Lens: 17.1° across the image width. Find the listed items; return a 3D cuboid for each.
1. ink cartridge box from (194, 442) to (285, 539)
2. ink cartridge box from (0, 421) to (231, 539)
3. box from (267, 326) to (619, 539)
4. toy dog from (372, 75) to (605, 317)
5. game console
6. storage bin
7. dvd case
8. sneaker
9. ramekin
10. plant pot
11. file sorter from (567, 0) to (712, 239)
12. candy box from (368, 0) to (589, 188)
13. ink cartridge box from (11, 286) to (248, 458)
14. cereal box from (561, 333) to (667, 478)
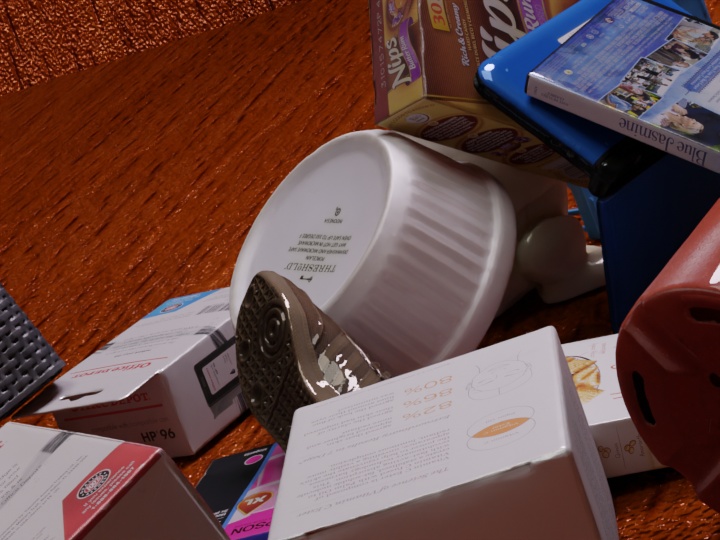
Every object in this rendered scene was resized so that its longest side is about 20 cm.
[{"bbox_3d":[-0.066,0.153,1.404,0.094,0.037,0.200,-16,17,17],"label":"ink cartridge box"},{"bbox_3d":[-0.184,0.168,1.341,0.147,0.083,0.200,-46,24,-23],"label":"ink cartridge box"},{"bbox_3d":[0.046,0.125,1.198,0.151,0.107,0.200,-18,14,8],"label":"box"},{"bbox_3d":[0.080,-0.074,1.698,0.193,0.201,0.140,-22,14,-10],"label":"toy dog"},{"bbox_3d":[0.175,-0.079,1.583,0.170,0.119,0.200,38,42,18],"label":"game console"},{"bbox_3d":[-0.307,0.091,1.692,0.135,0.094,0.200,-40,2,-28],"label":"storage bin"},{"bbox_3d":[0.222,-0.111,1.504,0.199,0.018,0.143,24,39,22],"label":"dvd case"},{"bbox_3d":[-0.014,0.078,1.427,0.075,0.071,0.200,9,34,-32],"label":"sneaker"},{"bbox_3d":[0.000,0.000,1.552,0.202,0.094,0.203,-36,35,30],"label":"ramekin"},{"bbox_3d":[0.239,0.019,1.193,0.200,0.202,0.195,-3,30,49],"label":"plant pot"},{"bbox_3d":[0.183,-0.123,1.868,0.200,0.139,0.122,-31,15,-37],"label":"file sorter"},{"bbox_3d":[0.097,-0.134,1.589,0.199,0.117,0.056,13,-26,-36],"label":"candy box"},{"bbox_3d":[-0.139,0.082,1.691,0.116,0.068,0.200,-11,17,37],"label":"ink cartridge box"},{"bbox_3d":[0.136,0.076,1.358,0.199,0.040,0.144,-11,17,9],"label":"cereal box"}]
